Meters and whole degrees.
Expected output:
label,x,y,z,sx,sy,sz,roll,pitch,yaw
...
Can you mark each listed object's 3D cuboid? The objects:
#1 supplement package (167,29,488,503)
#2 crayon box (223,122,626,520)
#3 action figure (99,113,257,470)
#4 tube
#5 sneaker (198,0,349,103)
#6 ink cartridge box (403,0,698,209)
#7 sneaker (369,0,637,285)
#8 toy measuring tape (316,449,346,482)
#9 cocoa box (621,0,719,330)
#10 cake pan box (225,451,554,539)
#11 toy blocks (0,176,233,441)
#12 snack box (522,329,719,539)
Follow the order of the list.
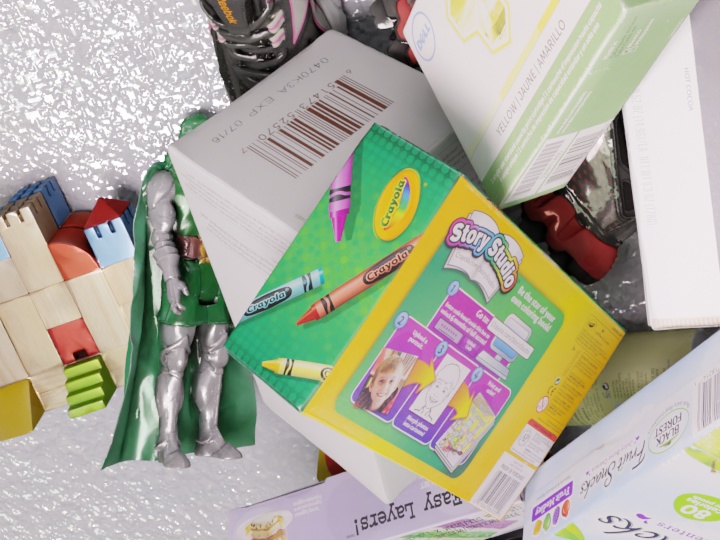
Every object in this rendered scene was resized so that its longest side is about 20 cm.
label,x,y,z,sx,sy,sz,roll,pitch,yaw
supplement package,0.000,0.000,0.737,0.117,0.117,0.201,32,150,38
crayon box,0.039,0.032,0.659,0.058,0.119,0.200,34,178,38
action figure,-0.098,0.010,0.818,0.054,0.117,0.203,3,94,39
tube,0.112,0.066,0.845,0.198,0.052,0.059,-8,79,31
sneaker,-0.059,-0.145,0.719,0.079,0.087,0.202,0,124,17
ink cartridge box,0.055,-0.150,0.606,0.202,0.047,0.146,63,155,20
sneaker,0.088,-0.094,0.727,0.098,0.071,0.201,-39,96,14
toy measuring tape,0.009,0.135,0.904,0.073,0.074,0.202,13,133,6
cocoa box,0.191,-0.089,0.621,0.130,0.133,0.203,-4,103,24
cake pan box,0.048,0.160,0.860,0.198,0.053,0.184,-20,154,20
toy blocks,-0.194,0.011,0.869,0.198,0.100,0.138,-18,109,13
snack box,0.184,0.102,0.659,0.141,0.054,0.200,21,145,-14
